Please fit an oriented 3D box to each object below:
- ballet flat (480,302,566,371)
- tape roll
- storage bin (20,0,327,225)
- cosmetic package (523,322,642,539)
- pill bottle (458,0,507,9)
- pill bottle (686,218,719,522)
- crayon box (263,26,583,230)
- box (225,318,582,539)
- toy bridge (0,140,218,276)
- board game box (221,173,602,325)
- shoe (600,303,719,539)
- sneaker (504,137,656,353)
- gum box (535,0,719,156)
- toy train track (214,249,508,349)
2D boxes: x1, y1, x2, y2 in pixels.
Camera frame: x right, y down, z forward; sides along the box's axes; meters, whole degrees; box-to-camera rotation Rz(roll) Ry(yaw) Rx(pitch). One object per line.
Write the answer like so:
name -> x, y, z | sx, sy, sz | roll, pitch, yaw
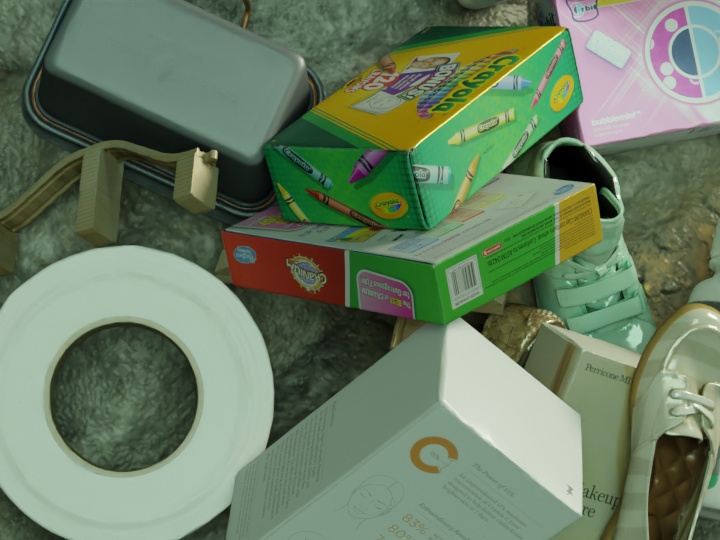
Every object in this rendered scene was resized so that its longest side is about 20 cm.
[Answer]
ballet flat -> 0.067, 0.108, 1.624 | 0.065, 0.070, 0.200 | 34, 87, 35
tape roll -> -0.157, 0.086, 1.595 | 0.202, 0.071, 0.203 | 0, 86, -5
storage bin -> -0.119, -0.134, 1.601 | 0.199, 0.134, 0.146 | 25, 81, -2
cosmetic package -> 0.139, 0.147, 1.580 | 0.105, 0.071, 0.201 | 16, 98, -22
pill bottle -> 0.081, -0.292, 1.650 | 0.110, 0.111, 0.201 | -22, 85, -7
pill bottle -> 0.269, 0.070, 1.617 | 0.113, 0.113, 0.201 | 14, 82, -3
crayon box -> 0.044, -0.097, 1.569 | 0.200, 0.118, 0.058 | -39, 124, -44
box -> 0.026, 0.140, 1.498 | 0.124, 0.098, 0.200 | 39, 120, -22
toy bridge -> -0.172, -0.051, 1.582 | 0.199, 0.027, 0.067 | -16, 57, 32
board game box -> 0.032, -0.023, 1.545 | 0.153, 0.200, 0.040 | -26, 114, -38
shoe -> 0.203, 0.121, 1.528 | 0.070, 0.053, 0.201 | 9, 101, -25
sneaker -> 0.157, 0.005, 1.614 | 0.074, 0.118, 0.201 | -24, 86, -9
gum box -> 0.233, -0.152, 1.666 | 0.199, 0.066, 0.114 | -11, 85, -6
toy train track -> 0.000, 0.000, 1.620 | 0.199, 0.033, 0.115 | 6, 42, 9
